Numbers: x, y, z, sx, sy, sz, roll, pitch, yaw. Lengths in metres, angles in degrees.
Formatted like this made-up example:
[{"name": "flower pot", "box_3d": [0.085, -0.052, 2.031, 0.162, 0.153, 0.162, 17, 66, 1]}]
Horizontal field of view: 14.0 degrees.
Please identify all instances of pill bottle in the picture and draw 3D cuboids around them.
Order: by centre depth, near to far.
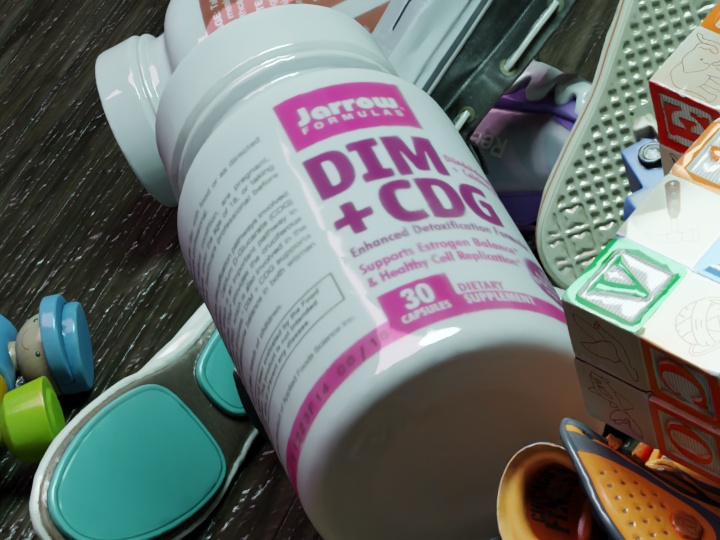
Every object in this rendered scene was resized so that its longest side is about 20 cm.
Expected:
[{"name": "pill bottle", "box_3d": [0.000, 0.000, 1.052, 0.113, 0.114, 0.200, -30, 47, 1]}, {"name": "pill bottle", "box_3d": [-0.023, -0.110, 1.429, 0.199, 0.112, 0.112, -24, 25, 13]}]

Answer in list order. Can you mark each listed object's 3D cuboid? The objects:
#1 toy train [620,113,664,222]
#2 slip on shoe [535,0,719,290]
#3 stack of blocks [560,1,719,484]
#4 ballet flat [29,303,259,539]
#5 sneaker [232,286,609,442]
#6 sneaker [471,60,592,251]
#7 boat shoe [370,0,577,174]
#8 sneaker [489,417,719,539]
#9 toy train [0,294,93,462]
[{"name": "toy train", "box_3d": [0.132, 0.018, 0.953, 0.046, 0.034, 0.200, -25, 48, -1]}, {"name": "slip on shoe", "box_3d": [0.128, -0.080, 1.133, 0.201, 0.074, 0.061, -63, -4, 3]}, {"name": "stack of blocks", "box_3d": [0.147, -0.029, 0.914, 0.115, 0.059, 0.200, 26, 61, 32]}, {"name": "ballet flat", "box_3d": [-0.081, 0.067, 1.239, 0.069, 0.070, 0.200, -7, 29, 40]}, {"name": "sneaker", "box_3d": [0.040, 0.023, 1.167, 0.199, 0.075, 0.087, -3, 31, 45]}, {"name": "sneaker", "box_3d": [0.079, -0.042, 1.244, 0.200, 0.080, 0.089, 24, 93, 41]}, {"name": "boat shoe", "box_3d": [0.024, -0.057, 1.191, 0.200, 0.071, 0.072, -56, 17, 10]}, {"name": "sneaker", "box_3d": [0.096, 0.069, 0.947, 0.078, 0.112, 0.200, -62, 16, 20]}, {"name": "toy train", "box_3d": [-0.183, 0.080, 1.305, 0.115, 0.085, 0.200, -12, 28, 7]}]
